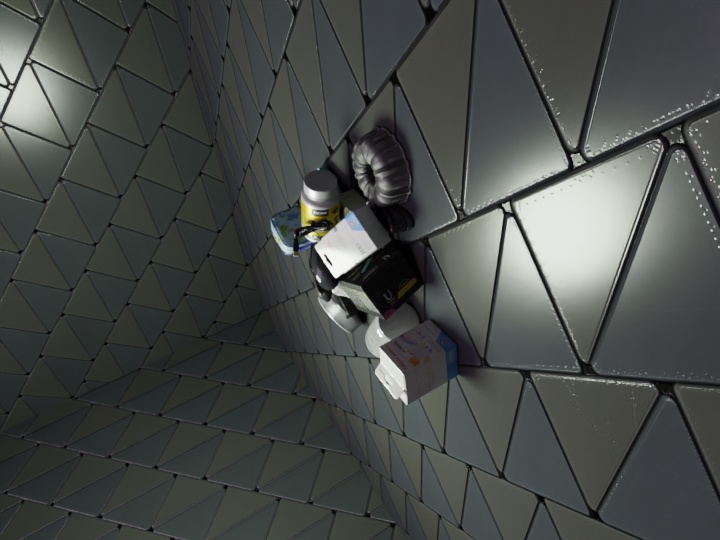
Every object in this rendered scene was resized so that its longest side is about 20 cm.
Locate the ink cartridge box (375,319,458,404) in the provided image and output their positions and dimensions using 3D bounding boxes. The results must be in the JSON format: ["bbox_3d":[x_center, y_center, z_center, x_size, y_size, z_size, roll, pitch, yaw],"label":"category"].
[{"bbox_3d":[0.149,0.254,1.416,0.129,0.199,0.126,43,151,46],"label":"ink cartridge box"}]

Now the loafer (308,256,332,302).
[{"bbox_3d":[-0.139,0.021,1.814,0.071,0.068,0.201,81,174,-55],"label":"loafer"}]

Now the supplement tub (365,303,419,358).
[{"bbox_3d":[0.094,0.186,1.581,0.132,0.131,0.200,60,159,15],"label":"supplement tub"}]

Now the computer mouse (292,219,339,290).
[{"bbox_3d":[-0.137,-0.039,1.478,0.140,0.046,0.202,-7,91,26],"label":"computer mouse"}]

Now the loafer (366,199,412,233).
[{"bbox_3d":[0.060,-0.149,1.380,0.200,0.063,0.072,38,146,52],"label":"loafer"}]

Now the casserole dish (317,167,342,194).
[{"bbox_3d":[-0.092,-0.247,1.659,0.122,0.039,0.201,90,158,-49],"label":"casserole dish"}]

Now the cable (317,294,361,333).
[{"bbox_3d":[-0.082,0.151,1.974,0.200,0.069,0.200,47,-176,22],"label":"cable"}]

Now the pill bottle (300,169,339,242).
[{"bbox_3d":[-0.118,-0.187,1.516,0.114,0.114,0.201,52,154,32],"label":"pill bottle"}]

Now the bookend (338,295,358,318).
[{"bbox_3d":[-0.049,0.054,1.790,0.201,0.092,0.199,63,173,5],"label":"bookend"}]

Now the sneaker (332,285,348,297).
[{"bbox_3d":[-0.029,0.063,1.659,0.200,0.100,0.075,48,-178,12],"label":"sneaker"}]

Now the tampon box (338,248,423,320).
[{"bbox_3d":[0.048,0.031,1.455,0.126,0.150,0.200,52,166,-19],"label":"tampon box"}]

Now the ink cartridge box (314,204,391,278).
[{"bbox_3d":[-0.025,-0.075,1.388,0.200,0.067,0.116,-35,88,46],"label":"ink cartridge box"}]

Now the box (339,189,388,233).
[{"bbox_3d":[0.003,-0.151,1.515,0.200,0.068,0.083,48,152,42],"label":"box"}]

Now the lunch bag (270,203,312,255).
[{"bbox_3d":[-0.215,-0.151,1.876,0.161,0.199,0.083,58,160,19],"label":"lunch bag"}]

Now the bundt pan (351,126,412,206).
[{"bbox_3d":[0.043,-0.249,1.293,0.202,0.075,0.203,52,157,33],"label":"bundt pan"}]
